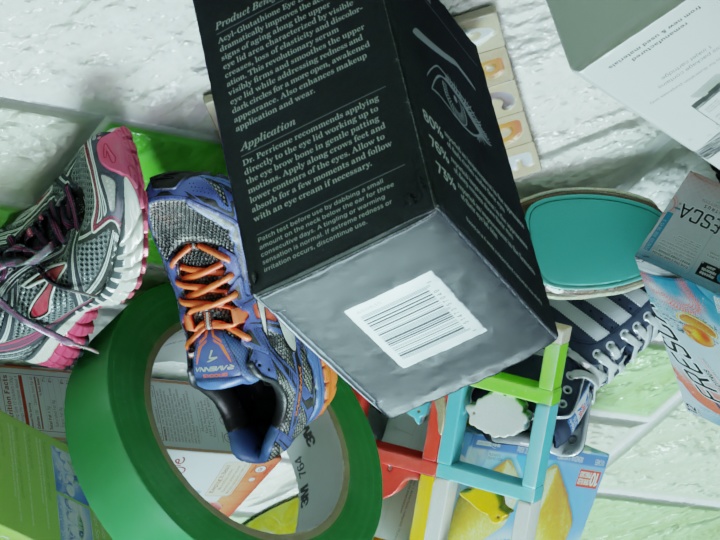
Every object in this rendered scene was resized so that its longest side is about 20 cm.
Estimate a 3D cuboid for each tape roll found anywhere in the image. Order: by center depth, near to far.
[{"bbox_3d":[-0.078,0.103,1.542,0.199,0.202,0.048,14,141,-38],"label":"tape roll"}]

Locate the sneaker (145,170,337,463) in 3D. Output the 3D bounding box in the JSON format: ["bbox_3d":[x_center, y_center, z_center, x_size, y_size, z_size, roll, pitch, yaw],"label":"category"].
[{"bbox_3d":[-0.069,0.027,1.464,0.075,0.079,0.201,-5,129,28],"label":"sneaker"}]

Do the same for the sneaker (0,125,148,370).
[{"bbox_3d":[-0.170,-0.006,1.448,0.074,0.081,0.200,6,144,-26],"label":"sneaker"}]

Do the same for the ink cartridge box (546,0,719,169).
[{"bbox_3d":[0.170,-0.139,1.314,0.083,0.148,0.199,-33,145,25],"label":"ink cartridge box"}]

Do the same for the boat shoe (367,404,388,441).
[{"bbox_3d":[-0.007,0.108,1.722,0.070,0.073,0.200,-7,148,20],"label":"boat shoe"}]

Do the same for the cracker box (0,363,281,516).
[{"bbox_3d":[-0.169,0.125,1.678,0.199,0.058,0.134,7,142,-30],"label":"cracker box"}]

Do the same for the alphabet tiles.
[{"bbox_3d":[0.014,-0.068,1.496,0.166,0.008,0.200,-17,148,4],"label":"alphabet tiles"}]

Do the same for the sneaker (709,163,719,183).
[{"bbox_3d":[0.260,-0.060,1.568,0.081,0.074,0.200,-37,146,-5],"label":"sneaker"}]

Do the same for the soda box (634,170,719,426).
[{"bbox_3d":[0.223,0.027,1.581,0.069,0.063,0.200,-55,150,-18],"label":"soda box"}]

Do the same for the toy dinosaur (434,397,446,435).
[{"bbox_3d":[0.000,0.000,1.506,0.200,0.058,0.101,37,135,-12],"label":"toy dinosaur"}]

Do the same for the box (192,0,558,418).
[{"bbox_3d":[0.006,-0.055,1.320,0.104,0.201,0.148,-25,143,16],"label":"box"}]

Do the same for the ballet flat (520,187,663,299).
[{"bbox_3d":[0.091,-0.011,1.572,0.198,0.068,0.062,-6,179,-9],"label":"ballet flat"}]

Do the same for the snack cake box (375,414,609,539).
[{"bbox_3d":[0.078,0.157,1.731,0.067,0.116,0.200,19,-177,31],"label":"snack cake box"}]

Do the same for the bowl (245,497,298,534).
[{"bbox_3d":[0.001,0.245,1.892,0.198,0.108,0.201,-11,148,-7],"label":"bowl"}]

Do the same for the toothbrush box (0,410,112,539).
[{"bbox_3d":[-0.234,0.162,1.577,0.145,0.087,0.200,-27,146,23],"label":"toothbrush box"}]

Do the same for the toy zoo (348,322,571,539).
[{"bbox_3d":[0.050,0.118,1.606,0.130,0.202,0.020,14,-169,20],"label":"toy zoo"}]

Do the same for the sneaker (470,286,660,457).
[{"bbox_3d":[0.155,0.046,1.637,0.199,0.109,0.070,-18,149,6],"label":"sneaker"}]
